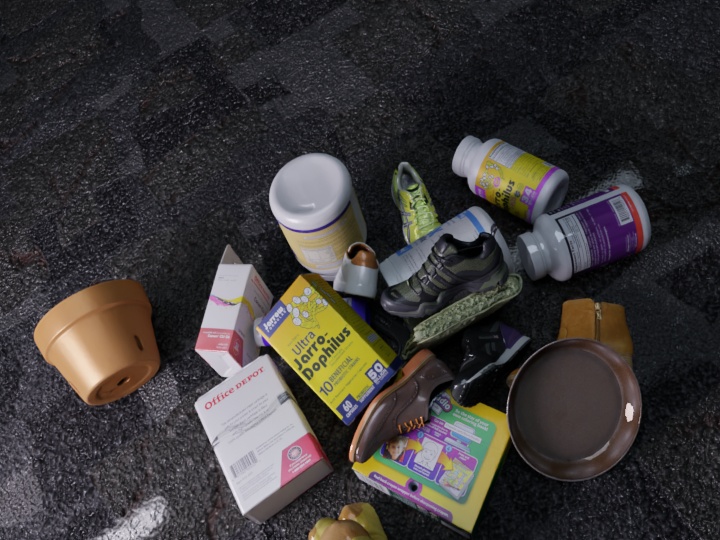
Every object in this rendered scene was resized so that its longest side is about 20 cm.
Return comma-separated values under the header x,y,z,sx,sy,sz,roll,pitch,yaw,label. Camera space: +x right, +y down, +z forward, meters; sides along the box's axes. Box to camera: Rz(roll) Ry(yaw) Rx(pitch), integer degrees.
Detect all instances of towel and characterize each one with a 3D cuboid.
x,y,z,sx,sy,sz,roll,pitch,yaw,label
0.155,0.075,1.021,0.196,0.149,0.037,-28,77,-12,towel

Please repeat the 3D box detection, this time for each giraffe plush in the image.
x,y,z,sx,sy,sz,roll,pitch,yaw,label
-0.007,0.398,0.864,0.196,0.163,0.175,24,68,26,giraffe plush

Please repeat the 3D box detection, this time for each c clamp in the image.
x,y,z,sx,sy,sz,roll,pitch,yaw,label
-0.012,0.131,1.107,0.196,0.027,0.172,26,64,27,c clamp

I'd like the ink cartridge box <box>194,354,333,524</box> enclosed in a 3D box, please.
x,y,z,sx,sy,sz,roll,pitch,yaw,label
-0.154,0.261,1.027,0.143,0.085,0.202,-32,59,-6,ink cartridge box

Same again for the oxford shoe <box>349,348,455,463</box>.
x,y,z,sx,sy,sz,roll,pitch,yaw,label
0.061,0.207,0.947,0.072,0.072,0.201,34,72,26,oxford shoe

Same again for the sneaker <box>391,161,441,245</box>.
x,y,z,sx,sy,sz,roll,pitch,yaw,label
0.100,-0.108,1.184,0.074,0.077,0.203,-24,60,-3,sneaker

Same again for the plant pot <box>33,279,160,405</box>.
x,y,z,sx,sy,sz,roll,pitch,yaw,label
-0.434,0.133,1.123,0.197,0.201,0.142,-33,74,-7,plant pot

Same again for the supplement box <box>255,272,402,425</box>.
x,y,z,sx,sy,sz,roll,pitch,yaw,label
-0.044,0.114,0.990,0.200,0.109,0.109,44,97,7,supplement box

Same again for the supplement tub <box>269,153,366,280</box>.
x,y,z,sx,sy,sz,roll,pitch,yaw,label
-0.066,-0.087,1.139,0.141,0.202,0.149,-6,58,9,supplement tub

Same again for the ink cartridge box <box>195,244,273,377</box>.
x,y,z,sx,sy,sz,roll,pitch,yaw,label
-0.210,0.069,1.134,0.065,0.117,0.205,1,61,15,ink cartridge box

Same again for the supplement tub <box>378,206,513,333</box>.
x,y,z,sx,sy,sz,roll,pitch,yaw,label
0.139,-0.002,1.074,0.196,0.133,0.134,-29,57,-1,supplement tub

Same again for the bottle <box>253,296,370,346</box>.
x,y,z,sx,sy,sz,roll,pitch,yaw,label
-0.080,0.095,1.090,0.193,0.066,0.086,-7,57,9,bottle

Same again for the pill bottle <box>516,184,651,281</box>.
x,y,z,sx,sy,sz,roll,pitch,yaw,label
0.361,-0.055,1.066,0.195,0.113,0.115,-21,57,2,pill bottle

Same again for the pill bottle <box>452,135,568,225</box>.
x,y,z,sx,sy,sz,roll,pitch,yaw,label
0.262,-0.166,1.160,0.198,0.105,0.105,33,72,28,pill bottle

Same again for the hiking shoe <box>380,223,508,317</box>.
x,y,z,sx,sy,sz,roll,pitch,yaw,label
0.114,-0.005,0.953,0.195,0.103,0.076,-21,30,2,hiking shoe

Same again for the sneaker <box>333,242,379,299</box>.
x,y,z,sx,sy,sz,roll,pitch,yaw,label
0.000,0.000,1.081,0.070,0.200,0.088,9,88,-10,sneaker

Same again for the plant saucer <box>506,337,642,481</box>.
x,y,z,sx,sy,sz,roll,pitch,yaw,label
0.301,0.195,0.931,0.193,0.032,0.207,0,94,-3,plant saucer

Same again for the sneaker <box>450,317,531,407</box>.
x,y,z,sx,sy,sz,roll,pitch,yaw,label
0.176,0.134,0.987,0.087,0.077,0.198,37,35,25,sneaker

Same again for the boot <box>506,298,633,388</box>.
x,y,z,sx,sy,sz,roll,pitch,yaw,label
0.318,0.116,1.008,0.194,0.072,0.148,-1,57,5,boot

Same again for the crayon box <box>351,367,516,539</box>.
x,y,z,sx,sy,sz,roll,pitch,yaw,label
0.112,0.267,0.974,0.196,0.059,0.175,20,66,24,crayon box
